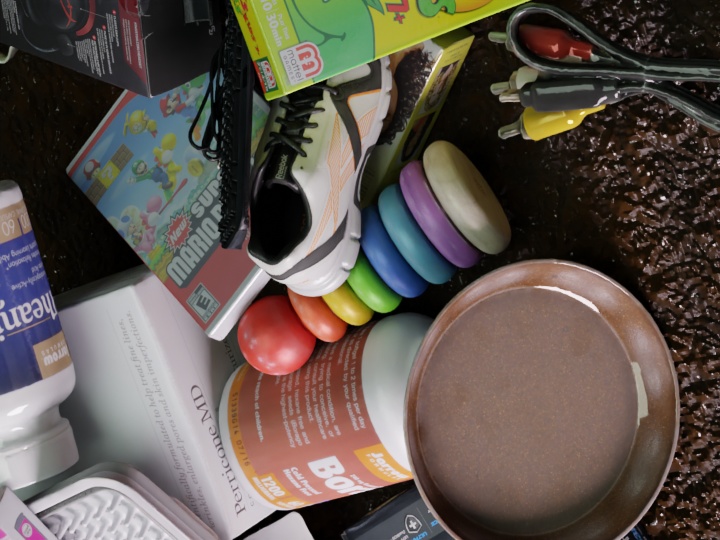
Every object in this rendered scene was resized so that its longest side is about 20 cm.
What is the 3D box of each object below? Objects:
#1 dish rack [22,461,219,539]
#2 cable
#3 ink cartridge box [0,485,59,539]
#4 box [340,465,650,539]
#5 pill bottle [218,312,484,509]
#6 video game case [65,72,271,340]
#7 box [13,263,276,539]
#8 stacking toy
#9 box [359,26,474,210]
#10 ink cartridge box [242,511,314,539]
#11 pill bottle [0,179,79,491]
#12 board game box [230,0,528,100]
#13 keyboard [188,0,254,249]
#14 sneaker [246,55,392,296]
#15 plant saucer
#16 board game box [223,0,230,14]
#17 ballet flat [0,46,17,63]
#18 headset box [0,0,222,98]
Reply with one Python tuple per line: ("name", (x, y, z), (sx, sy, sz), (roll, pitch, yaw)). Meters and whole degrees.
("dish rack", (-0.175, 0.208, 1.641), (0.199, 0.044, 0.172), (-27, 118, 39))
("cable", (0.170, -0.130, 1.488), (0.198, 0.050, 0.098), (-1, 112, 22))
("ink cartridge box", (-0.223, 0.235, 1.631), (0.094, 0.037, 0.200), (-19, 125, 34))
("box", (0.103, 0.203, 1.631), (0.199, 0.046, 0.160), (-34, 87, 35))
("pill bottle", (0.008, 0.094, 1.613), (0.199, 0.112, 0.113), (-18, 96, 35))
("video game case", (-0.111, -0.067, 1.620), (0.143, 0.017, 0.200), (-52, 53, 10))
("box", (-0.167, 0.106, 1.715), (0.199, 0.130, 0.200), (-17, 97, 35))
("stacking toy", (0.000, 0.000, 1.568), (0.199, 0.085, 0.086), (-34, 87, 14))
("box", (0.002, -0.092, 1.593), (0.075, 0.050, 0.201), (35, 122, 18))
("ink cartridge box", (-0.018, 0.272, 1.715), (0.116, 0.068, 0.201), (-31, 89, 34))
("pill bottle", (-0.261, 0.047, 1.606), (0.110, 0.111, 0.202), (-10, 100, 34))
("board game box", (0.018, -0.191, 1.469), (0.102, 0.199, 0.048), (69, 164, -5))
("keyboard", (-0.090, -0.110, 1.511), (0.039, 0.104, 0.202), (4, 74, -6))
("sneaker", (-0.030, -0.086, 1.507), (0.073, 0.080, 0.202), (3, 86, 26))
("plant saucer", (0.114, 0.093, 1.524), (0.034, 0.199, 0.202), (4, 113, 68))
("board game box", (-0.064, -0.274, 1.566), (0.199, 0.062, 0.202), (-11, 101, 36))
("ballet flat", (-0.295, -0.173, 1.744), (0.067, 0.067, 0.200), (48, 124, -4))
("headset box", (-0.175, -0.214, 1.585), (0.199, 0.075, 0.150), (22, 127, 39))
